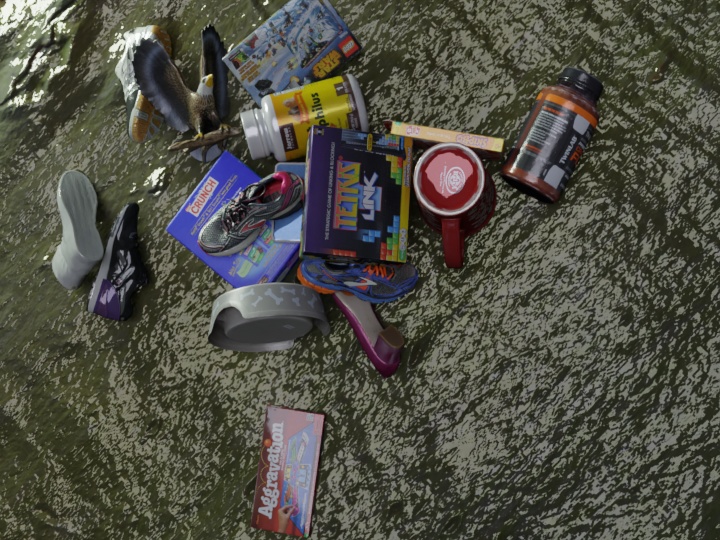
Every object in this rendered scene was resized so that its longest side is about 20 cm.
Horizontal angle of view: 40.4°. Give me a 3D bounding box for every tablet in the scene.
[{"bbox_3d":[-0.045,-0.108,1.575,0.196,0.014,0.133,2,82,5],"label":"tablet"}]

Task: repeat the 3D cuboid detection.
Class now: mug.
[{"bbox_3d":[0.154,-0.109,1.516,0.132,0.200,0.180,-27,82,6],"label":"mug"}]

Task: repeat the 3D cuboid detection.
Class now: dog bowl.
[{"bbox_3d":[-0.147,0.075,1.562,0.197,0.200,0.060,-10,71,8],"label":"dog bowl"}]

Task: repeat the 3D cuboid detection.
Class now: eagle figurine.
[{"bbox_3d":[-0.273,-0.294,1.628,0.150,0.151,0.202,-35,69,22],"label":"eagle figurine"}]

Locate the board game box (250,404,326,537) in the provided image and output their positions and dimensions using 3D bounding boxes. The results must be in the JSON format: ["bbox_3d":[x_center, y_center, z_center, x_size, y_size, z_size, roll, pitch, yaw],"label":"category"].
[{"bbox_3d":[-0.120,0.333,1.625,0.101,0.019,0.204,7,88,11],"label":"board game box"}]

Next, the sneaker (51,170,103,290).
[{"bbox_3d":[-0.500,-0.066,1.682,0.116,0.073,0.202,-46,48,37],"label":"sneaker"}]

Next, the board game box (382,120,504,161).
[{"bbox_3d":[0.134,-0.210,1.578,0.197,0.095,0.031,14,89,10],"label":"board game box"}]

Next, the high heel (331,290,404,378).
[{"bbox_3d":[-0.001,0.083,1.614,0.067,0.097,0.200,-29,63,-34],"label":"high heel"}]

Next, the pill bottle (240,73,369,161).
[{"bbox_3d":[-0.091,-0.244,1.593,0.197,0.109,0.111,-16,84,-4],"label":"pill bottle"}]

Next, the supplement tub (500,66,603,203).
[{"bbox_3d":[0.308,-0.216,1.545,0.106,0.107,0.202,27,92,10],"label":"supplement tub"}]

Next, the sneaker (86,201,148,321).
[{"bbox_3d":[-0.398,-0.014,1.676,0.086,0.076,0.203,18,90,-9],"label":"sneaker"}]

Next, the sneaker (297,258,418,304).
[{"bbox_3d":[0.000,0.000,1.566,0.196,0.079,0.076,4,51,-12],"label":"sneaker"}]

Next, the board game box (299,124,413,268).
[{"bbox_3d":[-0.006,-0.114,1.519,0.162,0.057,0.204,5,80,-12],"label":"board game box"}]

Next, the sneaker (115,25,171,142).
[{"bbox_3d":[-0.383,-0.320,1.690,0.086,0.075,0.204,6,84,24],"label":"sneaker"}]

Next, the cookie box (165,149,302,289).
[{"bbox_3d":[-0.193,-0.071,1.631,0.199,0.075,0.172,39,90,9],"label":"cookie box"}]

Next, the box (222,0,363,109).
[{"bbox_3d":[-0.113,-0.363,1.629,0.199,0.040,0.137,-38,108,5],"label":"box"}]

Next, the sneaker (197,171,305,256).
[{"bbox_3d":[-0.180,-0.097,1.550,0.199,0.075,0.081,-35,73,11],"label":"sneaker"}]
